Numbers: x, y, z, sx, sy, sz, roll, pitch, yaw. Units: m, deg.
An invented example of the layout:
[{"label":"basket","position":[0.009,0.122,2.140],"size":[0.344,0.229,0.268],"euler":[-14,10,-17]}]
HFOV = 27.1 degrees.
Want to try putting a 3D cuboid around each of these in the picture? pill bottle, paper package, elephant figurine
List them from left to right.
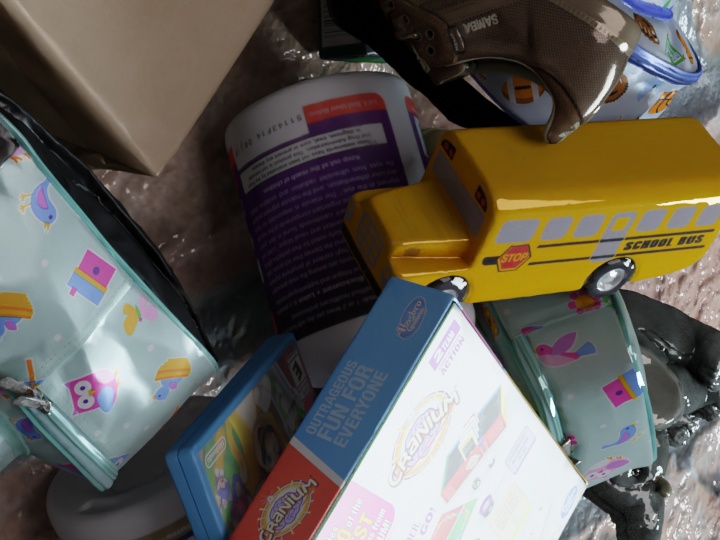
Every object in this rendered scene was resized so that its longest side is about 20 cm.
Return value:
[{"label":"paper package","position":[-0.135,-0.175,0.737],"size":[0.191,0.103,0.200],"euler":[51,55,-34]},{"label":"pill bottle","position":[-0.076,0.176,0.797],"size":[0.111,0.111,0.200],"euler":[-43,121,-38]},{"label":"pill bottle","position":[0.000,0.000,0.838],"size":[0.111,0.111,0.201],"euler":[-4,74,-47]},{"label":"elephant figurine","position":[0.178,0.104,1.048],"size":[0.200,0.155,0.142],"euler":[-38,139,-50]}]

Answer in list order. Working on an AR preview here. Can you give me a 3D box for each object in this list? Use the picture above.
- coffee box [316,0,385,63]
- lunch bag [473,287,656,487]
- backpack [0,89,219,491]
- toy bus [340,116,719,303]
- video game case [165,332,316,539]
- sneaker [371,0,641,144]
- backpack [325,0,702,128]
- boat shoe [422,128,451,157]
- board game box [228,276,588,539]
[{"label":"coffee box","position":[0.023,-0.233,0.950],"size":[0.123,0.044,0.201],"euler":[-5,94,-48]},{"label":"lunch bag","position":[0.107,0.032,0.896],"size":[0.161,0.077,0.200],"euler":[73,-4,-54]},{"label":"backpack","position":[-0.167,0.012,0.654],"size":[0.200,0.176,0.154],"euler":[43,77,-38]},{"label":"toy bus","position":[0.094,-0.031,0.774],"size":[0.199,0.065,0.078],"euler":[-6,139,-28]},{"label":"video game case","position":[-0.030,0.149,0.750],"size":[0.143,0.018,0.201],"euler":[-50,124,-65]},{"label":"sneaker","position":[0.036,-0.136,0.743],"size":[0.076,0.200,0.070],"euler":[-62,168,6]},{"label":"backpack","position":[0.108,-0.156,0.852],"size":[0.200,0.154,0.191],"euler":[-9,61,-53]},{"label":"boat shoe","position":[0.105,-0.051,1.027],"size":[0.200,0.063,0.074],"euler":[17,78,-46]},{"label":"board game box","position":[0.033,0.121,0.748],"size":[0.153,0.040,0.200],"euler":[-57,140,-18]}]
